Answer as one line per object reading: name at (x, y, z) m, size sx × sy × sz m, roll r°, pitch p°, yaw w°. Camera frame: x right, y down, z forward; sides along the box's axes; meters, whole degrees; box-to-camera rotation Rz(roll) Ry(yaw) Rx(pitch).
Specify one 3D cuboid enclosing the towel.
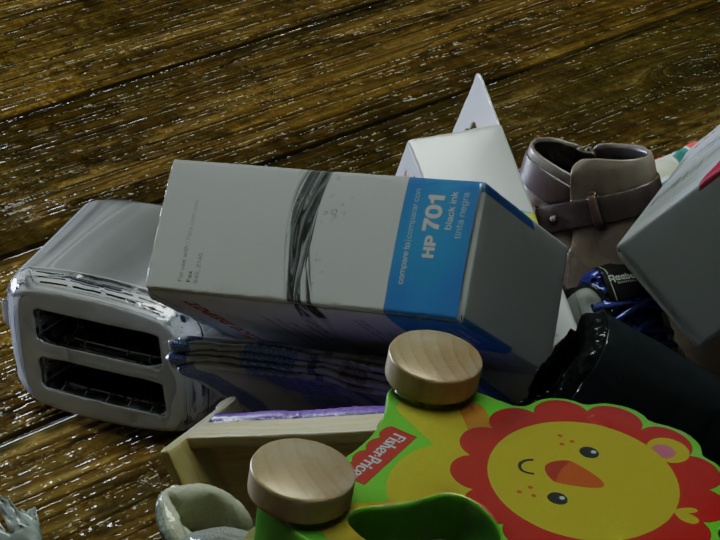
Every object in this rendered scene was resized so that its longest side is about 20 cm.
towel at (0.000, 0.077, 1.343) m, size 0.199 × 0.024 × 0.147 m, roll 5°, pitch -16°, yaw 28°

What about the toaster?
toaster at (-0.136, 0.032, 1.479) m, size 0.199 × 0.114 × 0.129 m, roll 12°, pitch 32°, yaw 24°

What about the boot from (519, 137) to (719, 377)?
boot at (0.185, -0.009, 1.497) m, size 0.199 × 0.147 × 0.070 m, roll 12°, pitch 26°, yaw 28°

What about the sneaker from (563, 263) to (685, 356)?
sneaker at (0.168, 0.061, 1.383) m, size 0.080 × 0.116 × 0.199 m, roll -15°, pitch 27°, yaw -24°

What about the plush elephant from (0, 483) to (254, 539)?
plush elephant at (-0.091, 0.189, 1.101) m, size 0.200 × 0.165 × 0.155 m, roll 41°, pitch 3°, yaw 17°

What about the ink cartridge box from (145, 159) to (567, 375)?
ink cartridge box at (0.000, 0.000, 1.299) m, size 0.199 × 0.086 × 0.146 m, roll 7°, pitch -11°, yaw 26°

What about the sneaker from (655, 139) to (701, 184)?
sneaker at (0.236, -0.027, 1.652) m, size 0.093 × 0.071 × 0.200 m, roll -20°, pitch 27°, yaw 3°

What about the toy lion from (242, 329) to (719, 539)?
toy lion at (0.069, 0.111, 1.044) m, size 0.191 × 0.069 × 0.200 m, roll 23°, pitch 33°, yaw 23°

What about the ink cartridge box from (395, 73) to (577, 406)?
ink cartridge box at (0.066, -0.011, 1.431) m, size 0.068 × 0.115 × 0.201 m, roll -10°, pitch 64°, yaw -17°

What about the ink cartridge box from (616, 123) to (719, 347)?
ink cartridge box at (0.257, -0.055, 1.397) m, size 0.145 × 0.083 × 0.200 m, roll -40°, pitch 2°, yaw 29°

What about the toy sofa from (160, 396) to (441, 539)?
toy sofa at (-0.007, 0.108, 1.245) m, size 0.200 × 0.083 × 0.098 m, roll -7°, pitch 23°, yaw 48°

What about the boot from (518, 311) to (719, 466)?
boot at (0.190, 0.081, 1.209) m, size 0.168 × 0.077 × 0.200 m, roll 29°, pitch -22°, yaw -12°
